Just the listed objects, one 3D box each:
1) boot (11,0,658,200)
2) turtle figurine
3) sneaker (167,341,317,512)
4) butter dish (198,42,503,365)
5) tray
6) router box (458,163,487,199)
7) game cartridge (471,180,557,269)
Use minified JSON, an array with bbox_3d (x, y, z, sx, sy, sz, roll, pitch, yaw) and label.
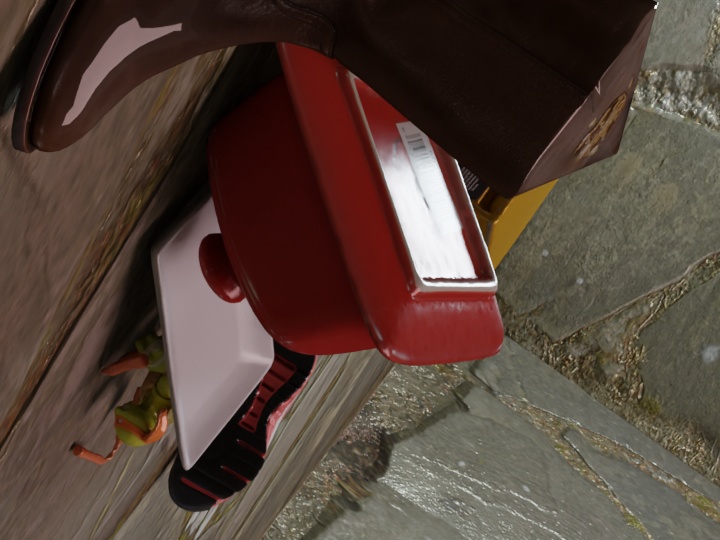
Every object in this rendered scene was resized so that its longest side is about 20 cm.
[{"bbox_3d":[-0.006,-0.072,0.767,0.187,0.200,0.064,-54,174,-6],"label":"boot"},{"bbox_3d":[-0.114,0.060,1.349,0.162,0.064,0.200,-52,174,-26],"label":"turtle figurine"},{"bbox_3d":[-0.105,0.145,1.907,0.201,0.074,0.087,-54,176,-11],"label":"sneaker"},{"bbox_3d":[-0.025,-0.025,1.160,0.147,0.201,0.199,-23,171,22],"label":"butter dish"},{"bbox_3d":[-0.094,0.023,1.249,0.107,0.022,0.201,-50,153,-35],"label":"tray"},{"bbox_3d":[0.089,-0.156,1.337,0.200,0.062,0.151,128,-28,-63],"label":"router box"},{"bbox_3d":[0.135,-0.081,1.606,0.177,0.032,0.200,-54,172,-14],"label":"game cartridge"}]
